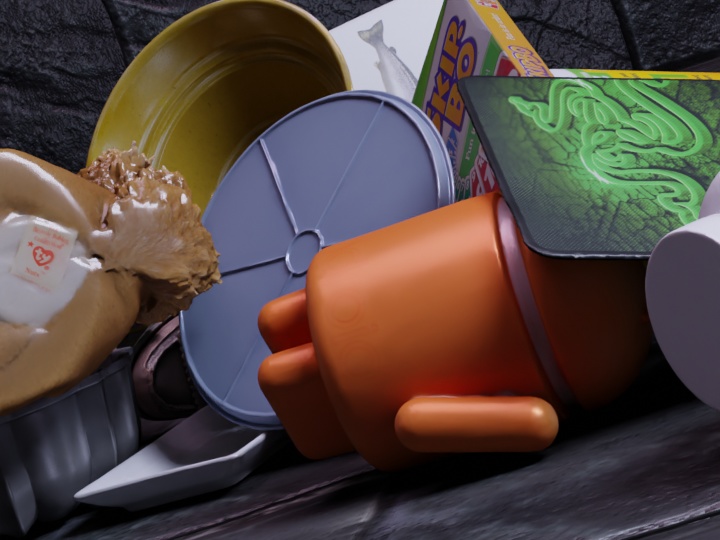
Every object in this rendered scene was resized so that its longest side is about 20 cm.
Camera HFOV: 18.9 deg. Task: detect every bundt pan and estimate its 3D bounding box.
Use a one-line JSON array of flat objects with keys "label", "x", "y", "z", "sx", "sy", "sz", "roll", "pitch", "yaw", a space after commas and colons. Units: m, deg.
[{"label": "bundt pan", "x": -0.215, "y": 0.113, "z": 1.267, "sx": 0.201, "sy": 0.076, "sz": 0.202, "roll": -20, "pitch": 6, "yaw": 2}]

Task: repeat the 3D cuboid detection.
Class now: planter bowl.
[{"label": "planter bowl", "x": -0.066, "y": -0.060, "z": 1.327, "sx": 0.200, "sy": 0.201, "sz": 0.083, "roll": -16, "pitch": -25, "yaw": 29}]

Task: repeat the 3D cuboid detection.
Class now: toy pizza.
[{"label": "toy pizza", "x": -0.022, "y": -0.005, "z": 1.194, "sx": 0.200, "sy": 0.201, "sz": 0.032, "roll": -15, "pitch": -31, "yaw": 38}]

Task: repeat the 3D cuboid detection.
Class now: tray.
[{"label": "tray", "x": -0.072, "y": 0.096, "z": 1.238, "sx": 0.107, "sy": 0.022, "sz": 0.200, "roll": -17, "pitch": 6, "yaw": 24}]

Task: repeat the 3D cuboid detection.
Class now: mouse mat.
[{"label": "mouse mat", "x": 0.138, "y": -0.052, "z": 1.025, "sx": 0.160, "sy": 0.008, "sz": 0.200, "roll": 0, "pitch": 27, "yaw": -9}]

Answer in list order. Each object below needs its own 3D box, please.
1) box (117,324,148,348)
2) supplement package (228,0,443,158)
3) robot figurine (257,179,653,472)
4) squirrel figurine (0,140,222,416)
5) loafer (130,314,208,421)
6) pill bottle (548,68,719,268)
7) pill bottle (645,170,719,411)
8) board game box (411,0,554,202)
[{"label": "box", "x": -0.229, "y": 0.079, "z": 1.455, "sx": 0.117, "sy": 0.048, "sz": 0.200, "roll": -17, "pitch": -21, "yaw": -41}, {"label": "supplement package", "x": 0.009, "y": -0.101, "z": 1.455, "sx": 0.199, "sy": 0.117, "sz": 0.117, "roll": -26, "pitch": -8, "yaw": -6}, {"label": "robot figurine", "x": 0.052, "y": 0.027, "z": 1.028, "sx": 0.199, "sy": 0.117, "sz": 0.144, "roll": -19, "pitch": 1, "yaw": 12}, {"label": "squirrel figurine", "x": -0.179, "y": 0.009, "z": 1.221, "sx": 0.199, "sy": 0.142, "sz": 0.187, "roll": -18, "pitch": -6, "yaw": -21}, {"label": "loafer", "x": -0.076, "y": 0.050, "z": 1.469, "sx": 0.063, "sy": 0.072, "sz": 0.200, "roll": -6, "pitch": 10, "yaw": 38}, {"label": "pill bottle", "x": 0.186, "y": -0.054, "z": 1.200, "sx": 0.199, "sy": 0.112, "sz": 0.111, "roll": -1, "pitch": -1, "yaw": -22}, {"label": "pill bottle", "x": 0.215, "y": -0.013, "z": 0.874, "sx": 0.200, "sy": 0.113, "sz": 0.112, "roll": -22, "pitch": 7, "yaw": -28}, {"label": "board game box", "x": 0.066, "y": -0.089, "z": 1.198, "sx": 0.030, "sy": 0.096, "sz": 0.200, "roll": 11, "pitch": 24, "yaw": -16}]
